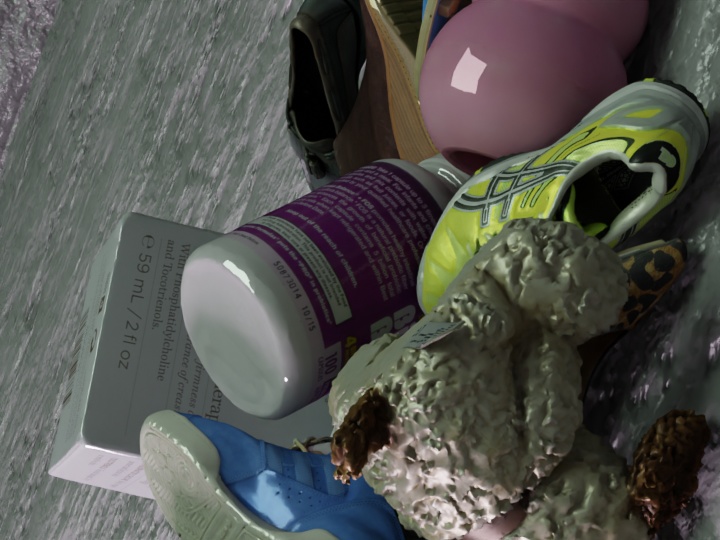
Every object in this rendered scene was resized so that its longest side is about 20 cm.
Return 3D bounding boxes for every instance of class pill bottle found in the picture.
[{"bbox_3d":[0.000,0.000,1.136,0.112,0.199,0.113,35,139,37],"label":"pill bottle"}]

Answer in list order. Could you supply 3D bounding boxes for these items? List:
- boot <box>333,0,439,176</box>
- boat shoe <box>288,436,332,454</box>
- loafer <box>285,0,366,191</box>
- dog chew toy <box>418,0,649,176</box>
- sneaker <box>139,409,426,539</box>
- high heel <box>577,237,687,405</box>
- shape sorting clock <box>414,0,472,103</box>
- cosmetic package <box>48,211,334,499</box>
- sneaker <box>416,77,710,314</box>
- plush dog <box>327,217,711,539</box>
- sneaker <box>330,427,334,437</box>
[{"bbox_3d":[0.012,-0.132,1.355,0.166,0.072,0.201,-44,59,54],"label":"boot"},{"bbox_3d":[-0.027,0.137,1.166,0.200,0.068,0.075,-49,-3,6],"label":"boat shoe"},{"bbox_3d":[-0.034,-0.126,1.441,0.063,0.072,0.201,-43,-33,-39],"label":"loafer"},{"bbox_3d":[0.113,-0.149,1.118,0.124,0.124,0.201,-6,61,68],"label":"dog chew toy"},{"bbox_3d":[-0.033,0.128,1.087,0.199,0.111,0.077,29,130,40],"label":"sneaker"},{"bbox_3d":[0.124,0.083,1.025,0.200,0.071,0.143,-39,65,30],"label":"high heel"},{"bbox_3d":[0.087,-0.193,1.206,0.200,0.039,0.201,-52,-20,-27],"label":"shape sorting clock"},{"bbox_3d":[-0.100,0.076,1.344,0.166,0.198,0.169,140,141,-69],"label":"cosmetic package"},{"bbox_3d":[0.099,-0.030,1.031,0.200,0.075,0.076,-41,8,31],"label":"sneaker"},{"bbox_3d":[0.074,0.100,0.948,0.200,0.172,0.161,-42,7,35],"label":"plush dog"},{"bbox_3d":[0.024,0.095,1.231,0.201,0.072,0.072,-63,-11,5],"label":"sneaker"}]
